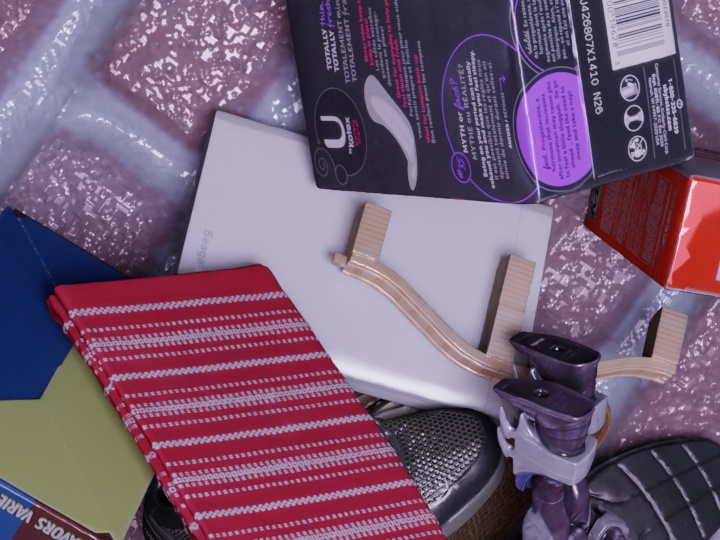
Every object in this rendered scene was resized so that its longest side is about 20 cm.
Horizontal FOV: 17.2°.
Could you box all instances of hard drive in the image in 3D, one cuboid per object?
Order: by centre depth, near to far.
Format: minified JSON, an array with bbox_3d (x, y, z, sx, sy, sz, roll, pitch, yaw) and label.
[{"bbox_3d":[0.000,0.000,1.313,0.199,0.026,0.133,16,67,-9],"label":"hard drive"}]

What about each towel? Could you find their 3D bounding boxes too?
[{"bbox_3d":[-0.057,0.075,1.180,0.144,0.200,0.023,-6,140,-41],"label":"towel"}]

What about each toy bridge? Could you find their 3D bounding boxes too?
[{"bbox_3d":[0.078,0.026,1.294,0.199,0.027,0.068,19,67,-8],"label":"toy bridge"}]

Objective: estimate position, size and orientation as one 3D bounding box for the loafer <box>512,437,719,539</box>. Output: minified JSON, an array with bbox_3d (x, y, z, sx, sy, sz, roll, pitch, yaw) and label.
[{"bbox_3d":[0.128,0.158,1.363,0.199,0.072,0.073,-27,83,-19],"label":"loafer"}]

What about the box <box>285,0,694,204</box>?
[{"bbox_3d":[0.062,-0.106,1.232,0.106,0.200,0.123,-16,103,-33],"label":"box"}]

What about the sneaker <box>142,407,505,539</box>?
[{"bbox_3d":[-0.020,0.104,1.243,0.198,0.114,0.077,-13,57,-3],"label":"sneaker"}]

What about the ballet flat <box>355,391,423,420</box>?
[{"bbox_3d":[-0.034,0.110,1.336,0.200,0.068,0.068,-35,103,1],"label":"ballet flat"}]

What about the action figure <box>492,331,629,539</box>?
[{"bbox_3d":[0.103,0.139,1.259,0.069,0.130,0.201,10,117,26],"label":"action figure"}]

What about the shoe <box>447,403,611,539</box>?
[{"bbox_3d":[0.056,0.126,1.362,0.200,0.053,0.070,-40,134,6],"label":"shoe"}]

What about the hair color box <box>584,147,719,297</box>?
[{"bbox_3d":[0.191,-0.027,1.268,0.101,0.200,0.062,11,99,-7],"label":"hair color box"}]

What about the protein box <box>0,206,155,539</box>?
[{"bbox_3d":[-0.195,0.117,1.220,0.134,0.199,0.200,30,122,-5],"label":"protein box"}]
